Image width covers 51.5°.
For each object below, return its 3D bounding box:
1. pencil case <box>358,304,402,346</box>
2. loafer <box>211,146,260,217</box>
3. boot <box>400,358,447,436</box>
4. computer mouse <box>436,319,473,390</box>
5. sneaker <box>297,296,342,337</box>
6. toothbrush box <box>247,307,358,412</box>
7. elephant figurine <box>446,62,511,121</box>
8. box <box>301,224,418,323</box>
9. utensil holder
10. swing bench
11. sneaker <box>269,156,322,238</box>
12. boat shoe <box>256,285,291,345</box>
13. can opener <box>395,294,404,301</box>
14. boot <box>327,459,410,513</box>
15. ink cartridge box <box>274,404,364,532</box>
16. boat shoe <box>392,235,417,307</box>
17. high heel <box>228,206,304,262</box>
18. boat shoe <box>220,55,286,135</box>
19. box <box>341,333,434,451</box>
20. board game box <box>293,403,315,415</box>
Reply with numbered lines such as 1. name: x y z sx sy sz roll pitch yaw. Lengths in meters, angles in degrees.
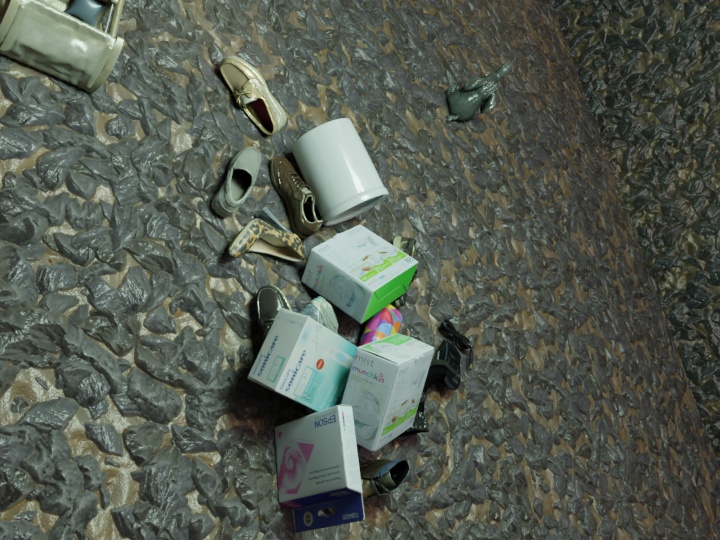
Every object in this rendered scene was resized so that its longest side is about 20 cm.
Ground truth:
1. pencil case: 0.036 0.167 1.692 0.088 0.088 0.200 45 43 -22
2. loafer: -0.250 -0.194 1.577 0.070 0.070 0.201 40 45 -27
3. boot: 0.139 0.298 1.736 0.210 0.079 0.158 -4 66 -38
4. computer mouse: 0.239 0.237 1.917 0.140 0.046 0.201 40 40 -34
5. sneaker: -0.081 0.158 1.591 0.086 0.078 0.201 -28 107 -17
6. toothbrush box: -0.095 0.179 1.409 0.200 0.085 0.147 38 72 -45
7. elephant figurine: 0.377 -0.567 2.371 0.141 0.200 0.156 10 63 -45
8. box: 0.000 0.000 1.669 0.176 0.097 0.200 33 35 19
9. utensil holder: -0.052 -0.228 1.744 0.170 0.170 0.201 -21 83 -51
10. swing bench: -0.543 -0.461 1.348 0.198 0.129 0.201 18 58 -42
11. sneaker: -0.137 -0.175 1.688 0.070 0.075 0.201 -17 83 -50
12. boat shoe: -0.164 0.122 1.478 0.065 0.073 0.201 81 -8 -78
13. can opener: 0.004 0.046 1.743 0.199 0.079 0.064 7 56 -32
14. boot: 0.017 0.430 1.518 0.200 0.097 0.075 -21 86 -51
15. ink cartridge box: -0.081 0.365 1.366 0.043 0.196 0.201 14 60 -41
16. boat shoe: 0.111 -0.003 1.864 0.073 0.064 0.201 66 22 -58
17. high heel: -0.190 -0.041 1.557 0.143 0.071 0.200 48 33 -10
18. boat shoe: -0.245 -0.392 1.685 0.200 0.074 0.069 48 36 -20
19. box: 0.052 0.231 1.455 0.200 0.096 0.177 -9 115 -65
20. board game box: -0.028 0.270 1.560 0.200 0.035 0.136 34 74 -31
